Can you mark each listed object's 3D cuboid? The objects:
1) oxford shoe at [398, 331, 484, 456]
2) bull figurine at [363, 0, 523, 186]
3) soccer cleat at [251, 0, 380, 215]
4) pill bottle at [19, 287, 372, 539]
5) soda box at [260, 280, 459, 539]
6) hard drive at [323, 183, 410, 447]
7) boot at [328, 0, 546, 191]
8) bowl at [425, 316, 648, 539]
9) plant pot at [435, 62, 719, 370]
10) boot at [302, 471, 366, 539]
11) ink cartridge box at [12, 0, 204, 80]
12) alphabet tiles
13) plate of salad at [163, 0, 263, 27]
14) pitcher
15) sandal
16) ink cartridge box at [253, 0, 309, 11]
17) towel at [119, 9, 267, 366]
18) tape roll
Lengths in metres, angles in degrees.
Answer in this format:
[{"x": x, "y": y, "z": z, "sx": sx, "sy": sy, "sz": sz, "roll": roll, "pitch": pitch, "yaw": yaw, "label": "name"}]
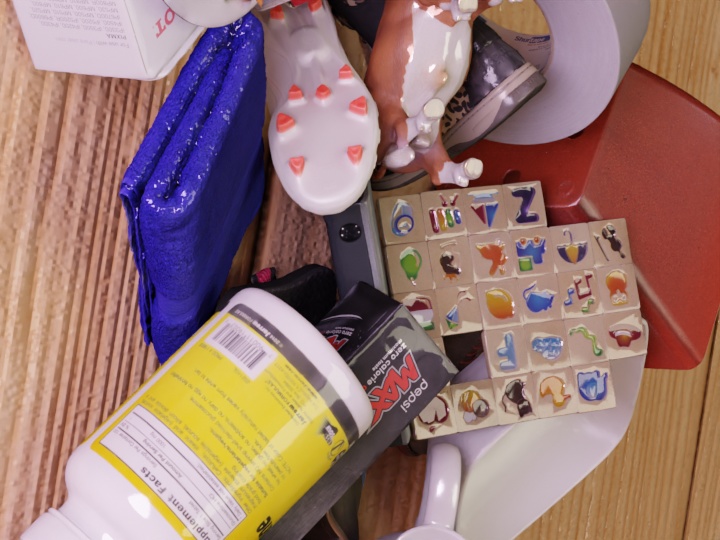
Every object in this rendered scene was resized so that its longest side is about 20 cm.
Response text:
[{"x": 0.067, "y": 0.053, "z": 1.708, "sx": 0.070, "sy": 0.074, "sz": 0.202, "roll": -34, "pitch": 135, "yaw": -57, "label": "oxford shoe"}, {"x": 0.045, "y": -0.149, "z": 1.420, "sx": 0.065, "sy": 0.121, "sz": 0.202, "roll": 5, "pitch": 102, "yaw": -27, "label": "bull figurine"}, {"x": -0.028, "y": -0.102, "z": 1.423, "sx": 0.078, "sy": 0.069, "sz": 0.201, "roll": 84, "pitch": -6, "yaw": -49, "label": "soccer cleat"}, {"x": -0.097, "y": 0.115, "z": 1.329, "sx": 0.200, "sy": 0.112, "sz": 0.113, "roll": -44, "pitch": 140, "yaw": -14, "label": "pill bottle"}, {"x": -0.036, "y": 0.104, "z": 1.440, "sx": 0.200, "sy": 0.063, "sz": 0.071, "roll": -47, "pitch": 119, "yaw": -9, "label": "soda box"}, {"x": 0.000, "y": 0.000, "z": 1.549, "sx": 0.140, "sy": 0.033, "sz": 0.201, "roll": -98, "pitch": 178, "yaw": -55, "label": "hard drive"}, {"x": 0.025, "y": -0.143, "z": 1.550, "sx": 0.073, "sy": 0.200, "sz": 0.151, "roll": -41, "pitch": 97, "yaw": -28, "label": "boot"}, {"x": 0.120, "y": 0.114, "z": 1.725, "sx": 0.200, "sy": 0.075, "sz": 0.200, "roll": -39, "pitch": 154, "yaw": -22, "label": "bowl"}, {"x": 0.167, "y": -0.057, "z": 1.775, "sx": 0.176, "sy": 0.199, "sz": 0.201, "roll": 46, "pitch": 56, "yaw": -43, "label": "plant pot"}, {"x": -0.040, "y": 0.128, "z": 1.559, "sx": 0.097, "sy": 0.074, "sz": 0.201, "roll": -76, "pitch": 159, "yaw": -47, "label": "boot"}, {"x": -0.136, "y": -0.224, "z": 1.238, "sx": 0.145, "sy": 0.083, "sz": 0.201, "roll": -56, "pitch": 143, "yaw": -42, "label": "ink cartridge box"}, {"x": 0.111, "y": 0.022, "z": 1.616, "sx": 0.198, "sy": 0.008, "sz": 0.169, "roll": -7, "pitch": 85, "yaw": -27, "label": "alphabet tiles"}, {"x": -0.068, "y": -0.230, "z": 1.228, "sx": 0.200, "sy": 0.048, "sz": 0.202, "roll": -27, "pitch": 120, "yaw": -59, "label": "plate of salad"}, {"x": 0.044, "y": 0.217, "z": 1.626, "sx": 0.200, "sy": 0.120, "sz": 0.173, "roll": 103, "pitch": -3, "yaw": -77, "label": "pitcher"}, {"x": -0.064, "y": 0.030, "z": 1.483, "sx": 0.200, "sy": 0.045, "sz": 0.076, "roll": -2, "pitch": 105, "yaw": -69, "label": "sandal"}, {"x": 0.024, "y": -0.241, "z": 1.359, "sx": 0.084, "sy": 0.199, "sz": 0.177, "roll": 40, "pitch": 35, "yaw": -58, "label": "ink cartridge box"}, {"x": -0.097, "y": -0.047, "z": 1.341, "sx": 0.200, "sy": 0.049, "sz": 0.149, "roll": 96, "pitch": 12, "yaw": -62, "label": "towel"}, {"x": 0.096, "y": -0.185, "z": 1.573, "sx": 0.066, "sy": 0.199, "sz": 0.201, "roll": -56, "pitch": 143, "yaw": -40, "label": "tape roll"}]
